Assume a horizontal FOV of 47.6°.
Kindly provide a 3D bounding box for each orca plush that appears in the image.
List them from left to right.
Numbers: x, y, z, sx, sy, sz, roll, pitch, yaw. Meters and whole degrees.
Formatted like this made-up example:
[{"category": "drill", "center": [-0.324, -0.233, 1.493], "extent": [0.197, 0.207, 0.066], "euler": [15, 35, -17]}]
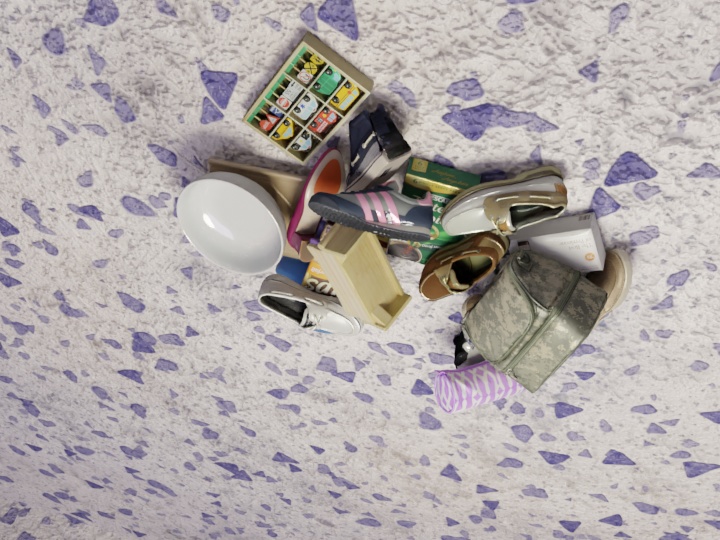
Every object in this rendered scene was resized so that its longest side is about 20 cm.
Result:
[{"category": "orca plush", "center": [0.214, 0.154, 1.591], "extent": [0.105, 0.071, 0.201], "euler": [-32, 139, -10]}]

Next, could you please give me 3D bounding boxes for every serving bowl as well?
[{"category": "serving bowl", "center": [-0.209, -0.089, 1.385], "extent": [0.198, 0.066, 0.202], "euler": [14, 134, 15]}]

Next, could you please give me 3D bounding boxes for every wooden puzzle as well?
[{"category": "wooden puzzle", "center": [-0.173, -0.108, 1.434], "extent": [0.182, 0.037, 0.201], "euler": [12, 136, 8]}]

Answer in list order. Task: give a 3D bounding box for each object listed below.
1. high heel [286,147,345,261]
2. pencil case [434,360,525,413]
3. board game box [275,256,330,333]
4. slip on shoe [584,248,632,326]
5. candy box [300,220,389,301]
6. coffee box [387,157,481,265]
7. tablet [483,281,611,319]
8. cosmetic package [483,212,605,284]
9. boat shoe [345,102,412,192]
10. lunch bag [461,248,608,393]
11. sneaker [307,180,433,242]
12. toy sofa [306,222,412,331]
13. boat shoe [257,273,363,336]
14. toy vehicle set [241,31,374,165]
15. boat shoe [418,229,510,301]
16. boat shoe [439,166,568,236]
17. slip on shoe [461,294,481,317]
[{"category": "high heel", "center": [-0.081, -0.121, 1.341], "extent": [0.067, 0.096, 0.202], "euler": [10, 117, -26]}, {"category": "pencil case", "center": [0.233, 0.204, 1.530], "extent": [0.084, 0.198, 0.087], "euler": [24, 124, 59]}, {"category": "board game box", "center": [-0.068, 0.027, 1.548], "extent": [0.156, 0.039, 0.202], "euler": [-9, 119, 20]}, {"category": "slip on shoe", "center": [0.378, 0.044, 1.352], "extent": [0.060, 0.077, 0.201], "euler": [-4, 144, -24]}, {"category": "candy box", "center": [-0.035, 0.002, 1.462], "extent": [0.114, 0.056, 0.201], "euler": [22, 125, -3]}, {"category": "coffee box", "center": [0.117, -0.088, 1.344], "extent": [0.121, 0.044, 0.201], "euler": [17, 140, 2]}, {"category": "tablet", "center": [0.329, 0.049, 1.443], "extent": [0.199, 0.014, 0.130], "euler": [34, 138, -16]}, {"category": "cosmetic package", "center": [0.288, -0.033, 1.325], "extent": [0.198, 0.051, 0.083], "euler": [-9, 124, 29]}, {"category": "boat shoe", "center": [0.011, -0.183, 1.270], "extent": [0.094, 0.074, 0.200], "euler": [62, 153, 4]}, {"category": "lunch bag", "center": [0.268, 0.074, 1.310], "extent": [0.167, 0.139, 0.201], "euler": [37, 139, 8]}, {"category": "sneaker", "center": [0.019, -0.103, 1.251], "extent": [0.197, 0.083, 0.070], "euler": [14, 169, -16]}, {"category": "toy sofa", "center": [0.000, 0.000, 1.360], "extent": [0.097, 0.083, 0.201], "euler": [19, 148, 42]}, {"category": "boat shoe", "center": [-0.091, 0.077, 1.451], "extent": [0.198, 0.066, 0.074], "euler": [21, 126, -1]}, {"category": "toy vehicle set", "center": [-0.084, -0.256, 1.243], "extent": [0.124, 0.027, 0.200], "euler": [33, 138, -16]}, {"category": "boat shoe", "center": [0.158, -0.002, 1.328], "extent": [0.075, 0.074, 0.200], "euler": [38, 137, -10]}, {"category": "boat shoe", "center": [0.215, -0.092, 1.237], "extent": [0.198, 0.069, 0.075], "euler": [-21, 143, 18]}, {"category": "slip on shoe", "center": [0.271, 0.113, 1.477], "extent": [0.200, 0.076, 0.060], "euler": [42, 159, -17]}]
